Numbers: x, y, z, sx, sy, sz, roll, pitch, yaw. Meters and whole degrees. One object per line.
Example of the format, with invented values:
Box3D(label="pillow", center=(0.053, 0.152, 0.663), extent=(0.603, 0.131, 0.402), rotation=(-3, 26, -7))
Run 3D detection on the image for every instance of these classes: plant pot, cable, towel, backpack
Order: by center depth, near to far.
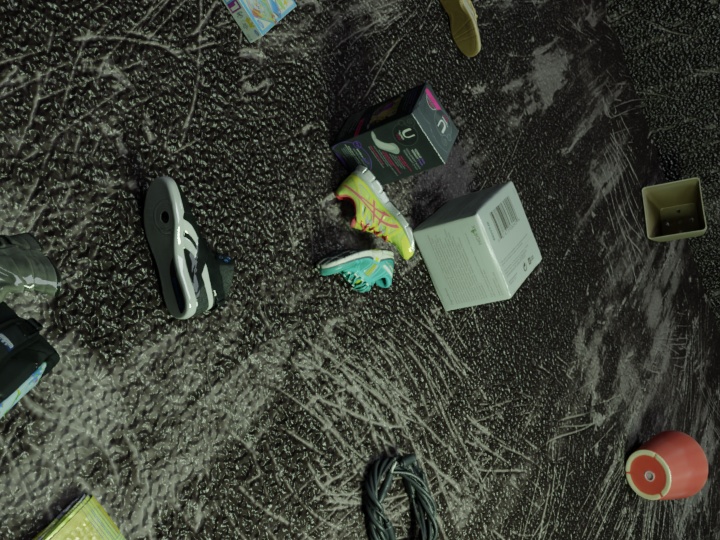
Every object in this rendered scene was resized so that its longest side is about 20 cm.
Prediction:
Box3D(label="backpack", center=(-0.427, 0.114, 0.750), extent=(0.163, 0.154, 0.200), rotation=(46, 11, -19))
Box3D(label="towel", center=(-0.326, 0.383, 0.891), extent=(0.144, 0.023, 0.201), rotation=(-48, 117, -47))
Box3D(label="cable", center=(0.074, 0.435, 1.338), extent=(0.163, 0.051, 0.202), rotation=(1, 79, -50))
Box3D(label="plant pot", center=(0.882, 0.581, 2.180), extent=(0.176, 0.200, 0.202), rotation=(-1, 80, -42))
Box3D(label="plant pot", center=(1.170, -0.205, 2.763), extent=(0.177, 0.198, 0.202), rotation=(23, 61, -57))

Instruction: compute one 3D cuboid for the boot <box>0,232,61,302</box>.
Box3D(label="boot", center=(-0.365, 0.015, 0.763), extent=(0.130, 0.068, 0.200), rotation=(2, 35, -44))

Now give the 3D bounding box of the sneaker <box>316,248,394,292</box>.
Box3D(label="sneaker", center=(0.000, 0.000, 1.364), extent=(0.199, 0.077, 0.080), rotation=(0, 88, -51))

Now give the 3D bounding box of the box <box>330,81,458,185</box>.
Box3D(label="box", center=(0.064, -0.249, 1.412), extent=(0.122, 0.199, 0.106), rotation=(51, 46, -28))

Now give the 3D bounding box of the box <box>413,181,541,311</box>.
Box3D(label="box", center=(0.253, -0.052, 1.605), extent=(0.199, 0.170, 0.201), rotation=(-39, 110, -48))

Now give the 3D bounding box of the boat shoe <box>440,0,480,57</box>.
Box3D(label="boat shoe", center=(0.260, -0.637, 1.866), extent=(0.069, 0.073, 0.201), rotation=(-32, 104, -44))

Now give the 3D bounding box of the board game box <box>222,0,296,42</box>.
Box3D(label="board game box", center=(-0.206, -0.516, 1.296), extent=(0.201, 0.034, 0.135), rotation=(56, 43, -23))

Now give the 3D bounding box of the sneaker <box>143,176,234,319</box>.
Box3D(label="sneaker", center=(-0.243, -0.038, 1.086), extent=(0.112, 0.073, 0.202), rotation=(-16, 100, -54))

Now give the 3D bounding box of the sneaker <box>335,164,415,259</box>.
Box3D(label="sneaker", center=(0.027, -0.094, 1.399), extent=(0.090, 0.078, 0.201), rotation=(-36, 84, -9))
